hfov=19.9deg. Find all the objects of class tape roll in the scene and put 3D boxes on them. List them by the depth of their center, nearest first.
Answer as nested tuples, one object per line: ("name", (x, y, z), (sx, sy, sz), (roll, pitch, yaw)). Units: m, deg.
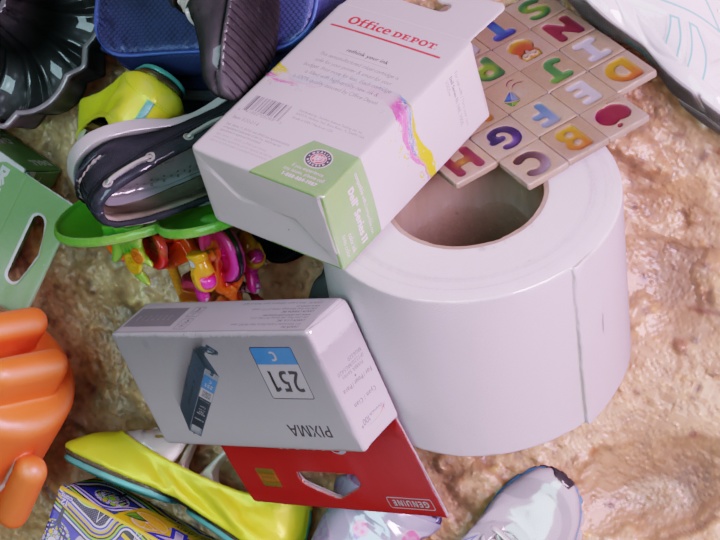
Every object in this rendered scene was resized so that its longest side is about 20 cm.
("tape roll", (0.077, 0.003, 1.355), (0.201, 0.203, 0.140), (9, 133, 21))

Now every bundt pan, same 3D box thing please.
("bundt pan", (-0.264, -0.197, 1.560), (0.200, 0.076, 0.204), (-4, 80, 20))

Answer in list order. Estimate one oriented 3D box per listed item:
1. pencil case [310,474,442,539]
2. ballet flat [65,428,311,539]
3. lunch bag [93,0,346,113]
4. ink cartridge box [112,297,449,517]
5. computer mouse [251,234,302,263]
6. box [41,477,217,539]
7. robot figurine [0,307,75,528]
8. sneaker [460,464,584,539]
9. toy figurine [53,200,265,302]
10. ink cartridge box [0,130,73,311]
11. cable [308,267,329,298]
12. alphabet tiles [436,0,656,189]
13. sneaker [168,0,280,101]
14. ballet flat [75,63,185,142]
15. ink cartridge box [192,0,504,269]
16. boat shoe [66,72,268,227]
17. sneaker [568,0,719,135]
("pencil case", (-0.018, 0.244, 1.467), (0.083, 0.091, 0.201), (26, 89, 12))
("ballet flat", (-0.124, 0.155, 1.536), (0.199, 0.067, 0.067), (26, 85, 15))
("lunch bag", (-0.076, -0.192, 1.468), (0.198, 0.132, 0.137), (1, 74, 20))
("ink cartridge box", (-0.056, 0.103, 1.375), (0.199, 0.045, 0.177), (-2, 121, 45))
("computer mouse", (-0.013, -0.079, 1.483), (0.059, 0.034, 0.200), (51, 121, 13))
("box", (-0.143, 0.232, 1.549), (0.199, 0.064, 0.070), (26, 102, 18))
("robot figurine", (-0.288, 0.108, 1.557), (0.143, 0.117, 0.200), (31, 132, -3))
("sneaker", (0.083, 0.224, 1.447), (0.075, 0.087, 0.201), (40, 104, 17))
("toy figurine", (-0.110, 0.031, 1.481), (0.199, 0.150, 0.185), (9, 122, 53))
("ink cartridge box", (-0.303, -0.058, 1.602), (0.199, 0.059, 0.104), (33, 104, 17))
("cable", (0.000, 0.000, 1.455), (0.050, 0.097, 0.201), (26, 107, 31))
("alphabet tiles", (0.094, -0.126, 1.382), (0.166, 0.006, 0.200), (-29, 44, -18))
("sneaker", (-0.104, -0.196, 1.370), (0.088, 0.074, 0.201), (-8, 61, 17))
("ballet flat", (-0.177, -0.096, 1.483), (0.067, 0.200, 0.067), (31, 74, -12))
("ink cartridge box", (0.001, -0.102, 1.326), (0.117, 0.200, 0.068), (22, 146, 35))
("boat shoe", (-0.097, -0.077, 1.391), (0.199, 0.076, 0.060), (-21, 45, -12))
("sneaker", (0.224, -0.160, 1.382), (0.080, 0.070, 0.200), (-45, 82, -1))
